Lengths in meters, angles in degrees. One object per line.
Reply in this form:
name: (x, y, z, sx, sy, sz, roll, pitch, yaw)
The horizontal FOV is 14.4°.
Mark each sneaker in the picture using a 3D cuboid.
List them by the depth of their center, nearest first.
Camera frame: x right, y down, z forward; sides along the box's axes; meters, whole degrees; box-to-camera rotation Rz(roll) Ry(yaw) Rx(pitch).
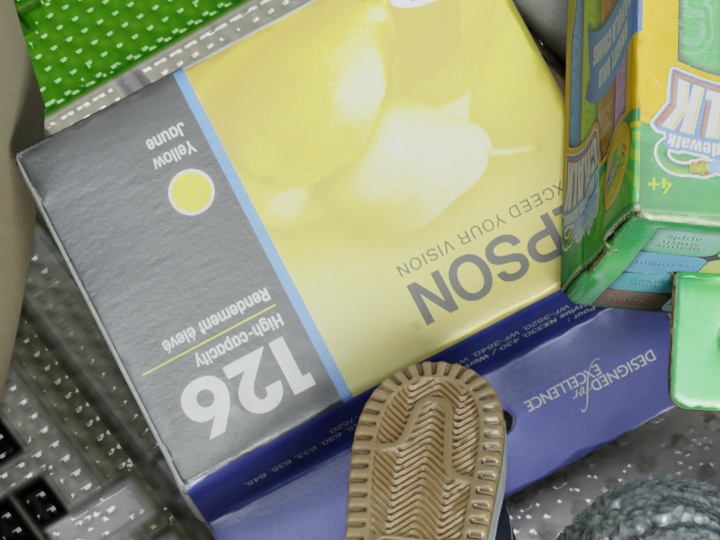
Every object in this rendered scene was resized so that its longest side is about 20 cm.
sneaker: (0.013, 0.142, 0.991, 0.070, 0.109, 0.200, 10, 56, 12)

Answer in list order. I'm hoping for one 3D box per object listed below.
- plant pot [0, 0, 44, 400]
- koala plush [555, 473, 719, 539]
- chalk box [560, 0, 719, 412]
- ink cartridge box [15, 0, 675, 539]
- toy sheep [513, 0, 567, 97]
plant pot: (-0.222, -0.009, 1.066, 0.199, 0.200, 0.177, -5, 69, -1)
koala plush: (0.164, 0.150, 0.945, 0.200, 0.184, 0.177, -2, 35, -10)
chalk box: (0.142, -0.050, 1.005, 0.124, 0.124, 0.200, 3, 75, -7)
ink cartridge box: (0.000, 0.000, 1.075, 0.197, 0.047, 0.200, -28, 79, -2)
toy sheep: (0.086, -0.118, 1.154, 0.200, 0.138, 0.138, -42, 64, 2)
